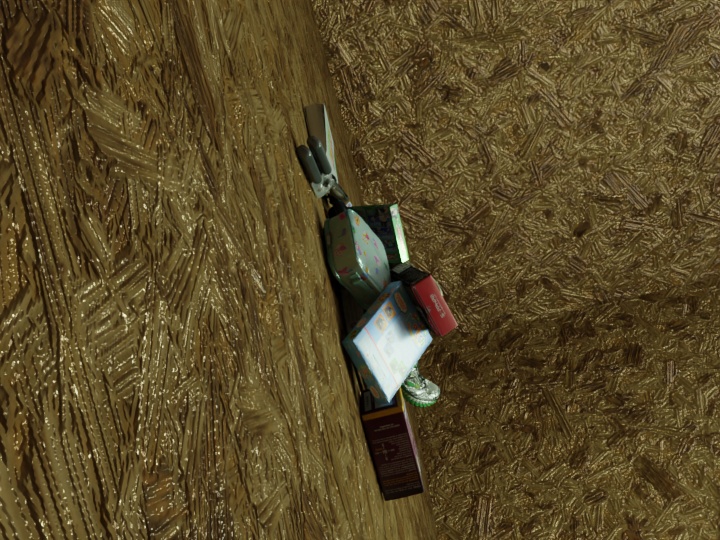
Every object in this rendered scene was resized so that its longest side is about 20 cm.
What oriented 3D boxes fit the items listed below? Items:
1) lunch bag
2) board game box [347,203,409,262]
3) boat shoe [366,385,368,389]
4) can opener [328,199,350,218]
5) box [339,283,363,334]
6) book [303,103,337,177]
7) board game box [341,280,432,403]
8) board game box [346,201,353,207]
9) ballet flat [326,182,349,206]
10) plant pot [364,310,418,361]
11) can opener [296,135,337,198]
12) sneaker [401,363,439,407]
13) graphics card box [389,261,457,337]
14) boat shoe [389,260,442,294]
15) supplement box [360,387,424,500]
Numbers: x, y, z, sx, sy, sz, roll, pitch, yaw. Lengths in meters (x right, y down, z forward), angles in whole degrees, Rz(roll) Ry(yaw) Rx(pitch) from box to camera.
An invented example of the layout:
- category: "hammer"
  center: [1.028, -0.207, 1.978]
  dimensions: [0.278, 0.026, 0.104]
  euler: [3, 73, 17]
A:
- category: "lunch bag"
  center: [-0.005, -0.018, 1.625]
  dimensions: [0.200, 0.077, 0.161]
  euler: [47, 30, -49]
- category: "board game box"
  center: [0.021, -0.086, 1.875]
  dimensions: [0.029, 0.199, 0.136]
  euler: [-27, 110, -40]
- category: "boat shoe"
  center: [0.044, 0.233, 1.667]
  dimensions: [0.072, 0.067, 0.201]
  euler: [-88, 175, -63]
- category: "can opener"
  center: [-0.023, -0.063, 1.795]
  dimensions: [0.079, 0.063, 0.201]
  euler: [4, 63, -67]
- category: "box"
  center: [-0.021, 0.052, 1.700]
  dimensions: [0.042, 0.038, 0.201]
  euler: [68, 9, -57]
- category: "book"
  center: [-0.089, -0.291, 1.897]
  dimensions: [0.200, 0.048, 0.135]
  euler: [71, 11, -73]
- category: "board game box"
  center: [0.058, 0.140, 1.572]
  dimensions: [0.200, 0.036, 0.152]
  euler: [-48, 116, -42]
- category: "board game box"
  center: [0.013, -0.109, 2.112]
  dimensions: [0.158, 0.039, 0.200]
  euler: [46, -6, 38]
- category: "ballet flat"
  center: [-0.067, -0.182, 1.828]
  dimensions: [0.068, 0.046, 0.200]
  euler: [54, 4, 7]
- category: "plant pot"
  center: [0.071, 0.172, 1.857]
  dimensions: [0.142, 0.140, 0.201]
  euler: [-85, 168, -52]
- category: "can opener"
  center: [-0.094, -0.209, 1.572]
  dimensions: [0.067, 0.053, 0.200]
  euler: [44, -9, 21]
- category: "sneaker"
  center: [0.112, 0.243, 1.778]
  dimensions: [0.199, 0.085, 0.078]
  euler: [31, 20, -34]
- category: "graphics card box"
  center: [0.125, 0.057, 1.663]
  dimensions: [0.126, 0.051, 0.200]
  euler: [60, -10, -14]
- category: "boat shoe"
  center: [0.109, 0.018, 1.891]
  dimensions: [0.200, 0.075, 0.068]
  euler: [41, 21, 33]
- category: "supplement box"
  center: [0.064, 0.344, 1.597]
  dimensions: [0.110, 0.085, 0.201]
  euler: [-93, 169, -72]
